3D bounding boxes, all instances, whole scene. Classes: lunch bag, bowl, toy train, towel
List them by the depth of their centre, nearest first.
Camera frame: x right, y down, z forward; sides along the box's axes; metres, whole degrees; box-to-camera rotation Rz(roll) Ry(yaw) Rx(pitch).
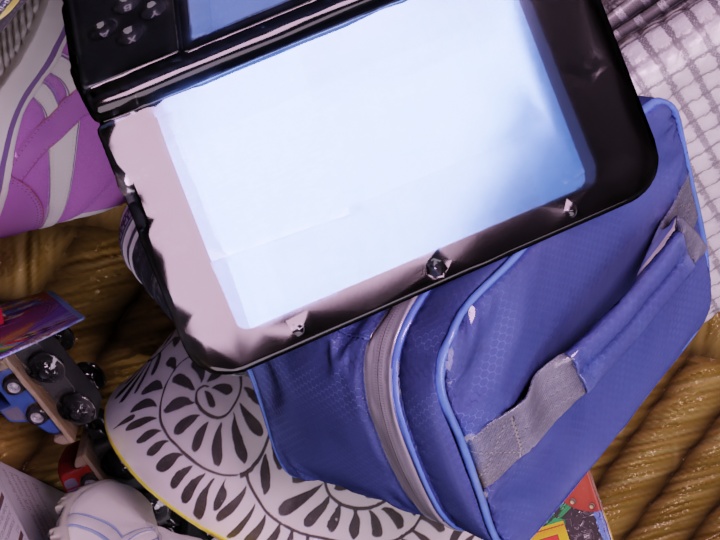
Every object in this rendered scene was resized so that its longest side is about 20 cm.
[{"bbox_3d":[0.061,0.008,1.210,0.200,0.132,0.136,-48,139,-29],"label":"lunch bag"},{"bbox_3d":[-0.010,0.056,1.363,0.200,0.201,0.095,7,114,-35],"label":"bowl"},{"bbox_3d":[0.175,-0.083,1.405,0.165,0.086,0.200,-34,141,6],"label":"towel"},{"bbox_3d":[-0.119,0.096,1.410,0.046,0.034,0.200,-20,124,21],"label":"toy train"}]

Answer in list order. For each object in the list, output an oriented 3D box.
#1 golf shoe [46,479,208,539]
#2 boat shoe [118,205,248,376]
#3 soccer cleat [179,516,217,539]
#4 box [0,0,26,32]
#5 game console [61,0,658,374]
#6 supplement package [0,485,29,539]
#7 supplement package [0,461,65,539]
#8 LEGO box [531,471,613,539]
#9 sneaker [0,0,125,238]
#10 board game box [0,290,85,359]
[{"bbox_3d":[-0.086,0.147,1.305,0.097,0.200,0.079,-23,115,7],"label":"golf shoe"},{"bbox_3d":[0.000,0.000,1.293,0.199,0.091,0.071,-8,131,-23],"label":"boat shoe"},{"bbox_3d":[-0.022,0.095,1.480,0.199,0.069,0.078,-16,134,-12],"label":"soccer cleat"},{"bbox_3d":[-0.188,-0.129,1.083,0.200,0.160,0.044,-47,145,19],"label":"box"},{"bbox_3d":[0.005,-0.081,1.066,0.199,0.117,0.176,-24,153,-13],"label":"game console"},{"bbox_3d":[-0.198,0.157,1.284,0.113,0.110,0.201,-24,103,9],"label":"supplement package"},{"bbox_3d":[-0.153,0.190,1.456,0.117,0.117,0.200,-44,138,13],"label":"supplement package"},{"bbox_3d":[0.033,0.174,1.513,0.148,0.078,0.200,-15,168,-18],"label":"LEGO box"},{"bbox_3d":[-0.113,-0.095,1.239,0.114,0.073,0.201,-7,145,-29],"label":"sneaker"},{"bbox_3d":[-0.203,0.024,1.251,0.157,0.200,0.039,-20,98,-9],"label":"board game box"}]
